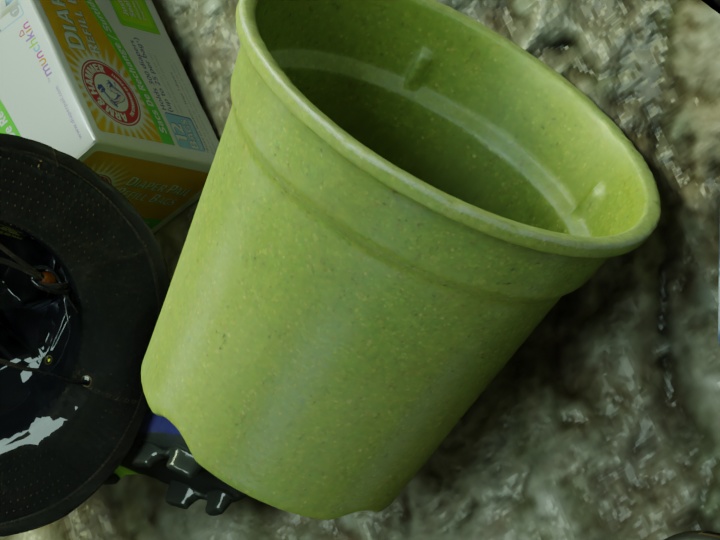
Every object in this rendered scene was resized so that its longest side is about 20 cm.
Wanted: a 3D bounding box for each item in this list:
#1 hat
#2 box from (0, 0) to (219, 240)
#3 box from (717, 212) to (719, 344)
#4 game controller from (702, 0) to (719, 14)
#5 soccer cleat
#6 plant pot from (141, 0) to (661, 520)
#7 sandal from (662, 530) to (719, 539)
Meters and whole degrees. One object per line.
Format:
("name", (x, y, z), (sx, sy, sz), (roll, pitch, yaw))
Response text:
("hat", (-0.186, 0.020, 1.231), (0.201, 0.200, 0.081), (-58, 18, 13))
("box", (-0.169, -0.110, 1.320), (0.101, 0.112, 0.200), (-37, 67, 26))
("box", (0.239, -0.031, 1.034), (0.200, 0.048, 0.122), (-7, 75, 37))
("game controller", (0.159, -0.174, 1.134), (0.200, 0.042, 0.104), (43, 107, 36))
("soccer cleat", (-0.108, 0.061, 1.290), (0.200, 0.065, 0.084), (15, 59, 43))
("plant pot", (0.000, 0.000, 1.142), (0.200, 0.200, 0.184), (48, 121, 35))
("sandal", (0.159, 0.192, 1.040), (0.082, 0.055, 0.200), (-32, 62, 28))
